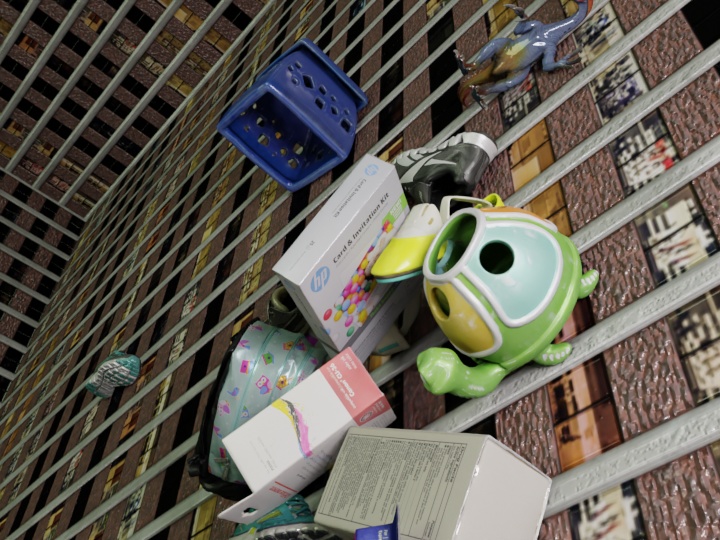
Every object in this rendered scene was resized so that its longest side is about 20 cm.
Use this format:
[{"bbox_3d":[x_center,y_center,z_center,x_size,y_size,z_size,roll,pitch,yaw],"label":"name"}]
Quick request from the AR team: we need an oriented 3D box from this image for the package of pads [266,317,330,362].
[{"bbox_3d":[-0.045,0.039,1.074,0.201,0.068,0.154,-56,27,-1],"label":"package of pads"}]

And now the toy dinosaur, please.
[{"bbox_3d":[0.212,-0.303,1.019,0.181,0.106,0.200,-34,14,-2],"label":"toy dinosaur"}]

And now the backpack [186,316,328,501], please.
[{"bbox_3d":[-0.119,0.159,0.945,0.167,0.125,0.202,-71,-2,-65],"label":"backpack"}]

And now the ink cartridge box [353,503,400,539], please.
[{"bbox_3d":[0.007,0.276,0.620,0.201,0.037,0.095,99,174,-45],"label":"ink cartridge box"}]

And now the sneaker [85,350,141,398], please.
[{"bbox_3d":[-0.535,0.208,1.709,0.199,0.077,0.092,-27,33,42],"label":"sneaker"}]

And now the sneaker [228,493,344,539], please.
[{"bbox_3d":[-0.082,0.281,0.855,0.199,0.077,0.080,-23,31,48],"label":"sneaker"}]

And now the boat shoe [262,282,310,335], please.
[{"bbox_3d":[-0.087,0.044,0.992,0.200,0.065,0.074,-41,34,25],"label":"boat shoe"}]

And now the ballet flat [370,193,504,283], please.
[{"bbox_3d":[0.085,-0.041,0.819,0.067,0.199,0.068,2,105,52],"label":"ballet flat"}]

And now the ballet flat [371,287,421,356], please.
[{"bbox_3d":[0.049,0.012,0.956,0.069,0.069,0.202,-27,43,44],"label":"ballet flat"}]

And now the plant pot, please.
[{"bbox_3d":[-0.115,-0.295,1.443,0.199,0.200,0.181,-22,35,49],"label":"plant pot"}]

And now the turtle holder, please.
[{"bbox_3d":[0.118,0.024,0.740,0.186,0.131,0.141,-50,27,11],"label":"turtle holder"}]

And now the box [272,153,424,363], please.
[{"bbox_3d":[0.000,0.000,0.822,0.041,0.201,0.156,28,69,31],"label":"box"}]

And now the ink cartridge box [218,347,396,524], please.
[{"bbox_3d":[-0.065,0.177,0.815,0.199,0.117,0.068,-36,67,-6],"label":"ink cartridge box"}]

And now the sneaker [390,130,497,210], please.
[{"bbox_3d":[0.089,-0.117,1.027,0.199,0.066,0.091,-14,45,51],"label":"sneaker"}]

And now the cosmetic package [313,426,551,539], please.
[{"bbox_3d":[0.057,0.204,0.687,0.199,0.087,0.104,-11,49,56],"label":"cosmetic package"}]
